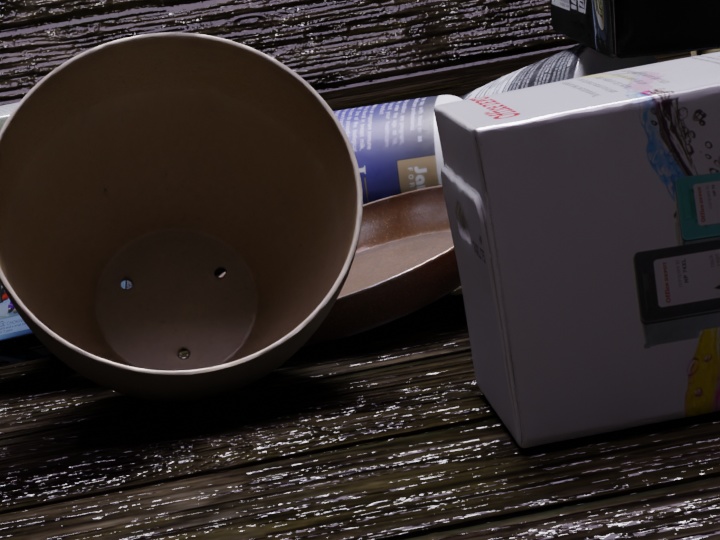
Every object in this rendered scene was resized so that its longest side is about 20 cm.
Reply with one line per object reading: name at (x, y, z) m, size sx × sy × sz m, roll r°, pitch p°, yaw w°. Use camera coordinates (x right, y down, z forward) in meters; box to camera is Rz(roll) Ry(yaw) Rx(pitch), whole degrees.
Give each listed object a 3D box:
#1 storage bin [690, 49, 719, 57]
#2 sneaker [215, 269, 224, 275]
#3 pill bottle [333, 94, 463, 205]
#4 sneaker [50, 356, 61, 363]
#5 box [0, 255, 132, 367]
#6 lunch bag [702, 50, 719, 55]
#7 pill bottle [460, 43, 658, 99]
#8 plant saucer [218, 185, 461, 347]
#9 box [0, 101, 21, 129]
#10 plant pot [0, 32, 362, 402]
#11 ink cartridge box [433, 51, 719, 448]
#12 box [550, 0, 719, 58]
storage bin at (0.384, -0.228, 1.898) m, size 0.197 × 0.202 × 0.094 m, roll -8°, pitch 11°, yaw 7°
sneaker at (-0.066, -0.038, 1.586) m, size 0.198 × 0.077 × 0.084 m, roll -14°, pitch 6°, yaw -20°
pill bottle at (0.028, -0.058, 1.479) m, size 0.198 × 0.117 × 0.116 m, roll -8°, pitch 9°, yaw 12°
sneaker at (-0.168, 0.009, 1.412) m, size 0.081 × 0.075 × 0.200 m, roll -6°, pitch 11°, yaw 3°
box at (-0.225, -0.010, 1.326) m, size 0.199 × 0.138 × 0.038 m, roll -13°, pitch -26°, yaw 28°
lunch bag at (0.294, -0.093, 1.399) m, size 0.169 × 0.125 × 0.200 m, roll -11°, pitch 1°, yaw -16°
pill bottle at (0.130, -0.095, 1.580) m, size 0.106 × 0.107 × 0.199 m, roll -17°, pitch -2°, yaw -39°
plant saucer at (0.000, 0.000, 1.316) m, size 0.199 × 0.035 × 0.200 m, roll -20°, pitch 14°, yaw 5°
box at (-0.285, -0.033, 1.537) m, size 0.198 × 0.154 × 0.106 m, roll -12°, pitch 10°, yaw -17°
plant pot at (-0.101, -0.009, 1.180) m, size 0.198 × 0.202 × 0.135 m, roll -11°, pitch -25°, yaw -9°
ink cartridge box at (0.147, -0.019, 1.002) m, size 0.198 × 0.147 × 0.147 m, roll -10°, pitch 9°, yaw -3°
box at (0.223, -0.202, 1.451) m, size 0.162 × 0.087 × 0.200 m, roll -6°, pitch 12°, yaw -6°
